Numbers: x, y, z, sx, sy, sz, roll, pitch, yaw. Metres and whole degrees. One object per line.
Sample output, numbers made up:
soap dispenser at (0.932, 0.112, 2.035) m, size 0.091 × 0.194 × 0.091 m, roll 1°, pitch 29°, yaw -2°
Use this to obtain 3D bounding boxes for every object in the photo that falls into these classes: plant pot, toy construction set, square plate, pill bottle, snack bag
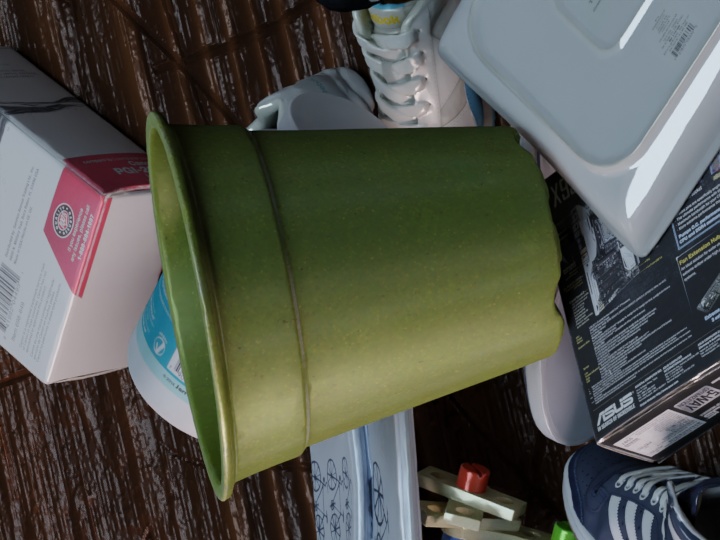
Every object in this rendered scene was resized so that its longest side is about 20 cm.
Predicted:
plant pot at (0.000, 0.000, 1.314) m, size 0.200 × 0.189 × 0.202 m, roll 169°, pitch 90°, yaw -81°
toy construction set at (0.079, 0.203, 1.450) m, size 0.131 × 0.092 × 0.201 m, roll 25°, pitch 123°, yaw 38°
square plate at (0.133, -0.143, 1.285) m, size 0.201 × 0.028 × 0.198 m, roll -58°, pitch 47°, yaw 20°
pill bottle at (-0.050, -0.003, 1.465) m, size 0.111 × 0.110 × 0.201 m, roll 48°, pitch 125°, yaw 27°
snack bag at (0.001, 0.130, 1.474) m, size 0.200 × 0.021 × 0.190 m, roll 160°, pitch 108°, yaw -75°

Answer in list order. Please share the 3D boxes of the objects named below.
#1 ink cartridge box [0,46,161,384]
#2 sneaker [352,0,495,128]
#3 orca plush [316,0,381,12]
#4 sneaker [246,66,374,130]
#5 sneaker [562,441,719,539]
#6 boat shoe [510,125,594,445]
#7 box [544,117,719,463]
ink cartridge box at (-0.222, -0.040, 1.691) m, size 0.200 × 0.085 × 0.146 m, roll 36°, pitch 118°, yaw 31°
sneaker at (0.031, -0.124, 1.450) m, size 0.076 × 0.081 × 0.202 m, roll 13°, pitch 106°, yaw 39°
orca plush at (0.047, -0.198, 1.378) m, size 0.105 × 0.200 × 0.071 m, roll 9°, pitch 142°, yaw 35°
sneaker at (-0.069, -0.041, 1.554) m, size 0.070 × 0.080 × 0.201 m, roll 47°, pitch 125°, yaw 26°
sneaker at (0.165, 0.122, 1.321) m, size 0.200 × 0.070 × 0.109 m, roll -126°, pitch 26°, yaw -50°
boat shoe at (0.112, -0.007, 1.407) m, size 0.065 × 0.073 × 0.202 m, roll 15°, pitch 103°, yaw 56°
box at (0.182, -0.021, 1.260) m, size 0.200 × 0.050 × 0.159 m, roll -38°, pitch 49°, yaw 36°
